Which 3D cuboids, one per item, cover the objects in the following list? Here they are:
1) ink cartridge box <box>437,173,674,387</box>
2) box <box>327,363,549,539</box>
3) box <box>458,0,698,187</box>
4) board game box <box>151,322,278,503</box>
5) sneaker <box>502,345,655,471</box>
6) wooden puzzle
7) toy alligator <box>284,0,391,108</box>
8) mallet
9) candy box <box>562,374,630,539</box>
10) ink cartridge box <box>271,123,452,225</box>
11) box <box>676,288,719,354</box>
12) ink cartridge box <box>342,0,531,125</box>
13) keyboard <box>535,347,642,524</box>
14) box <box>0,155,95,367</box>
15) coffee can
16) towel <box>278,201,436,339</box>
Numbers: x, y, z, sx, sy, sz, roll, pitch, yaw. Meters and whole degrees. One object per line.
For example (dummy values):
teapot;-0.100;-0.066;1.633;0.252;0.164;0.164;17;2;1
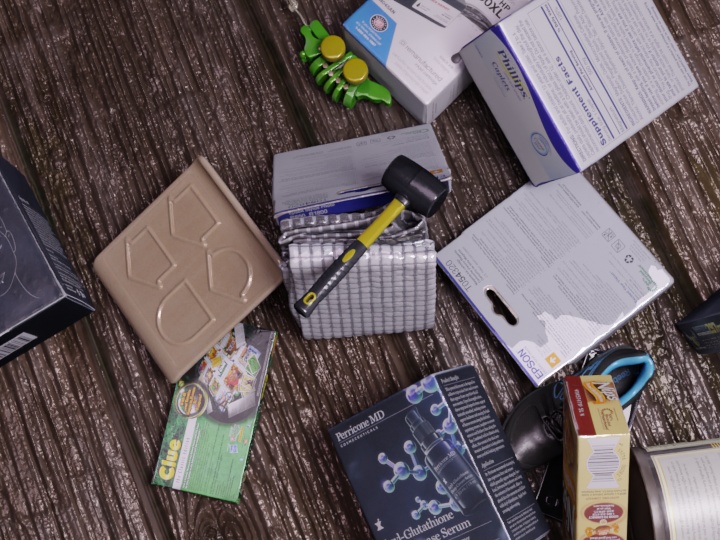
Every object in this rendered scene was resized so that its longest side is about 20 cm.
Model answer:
ink cartridge box;0.219;0.001;1.290;0.199;0.043;0.197;-37;73;-2
box;0.083;0.224;1.201;0.148;0.107;0.201;-31;76;26
box;0.243;-0.226;1.258;0.199;0.105;0.185;-34;98;-22
board game box;-0.167;0.158;1.297;0.104;0.023;0.202;12;80;4
sneaker;0.234;0.146;1.227;0.199;0.082;0.073;-38;87;-6
wooden puzzle;-0.194;0.000;1.295;0.200;0.046;0.186;-44;69;14
toy alligator;-0.045;-0.255;1.352;0.054;0.059;0.200;-43;80;-5
mallet;-0.001;-0.037;1.115;0.200;0.041;0.066;-40;72;-17
candy box;0.240;0.223;1.156;0.055;0.116;0.202;-2;114;4
ink cartridge box;-0.001;-0.100;1.259;0.198;0.200;0.041;-11;114;1
box;0.436;0.021;1.201;0.157;0.200;0.051;-39;84;-4
ink cartridge box;0.097;-0.298;1.340;0.145;0.084;0.200;44;83;9
keyboard;0.238;0.181;1.273;0.126;0.021;0.201;22;80;2
box;-0.447;0.005;1.291;0.199;0.124;0.198;-30;80;-2
coffee can;0.391;0.248;1.186;0.198;0.146;0.148;-7;79;2
towel;0.000;0.000;1.229;0.164;0.200;0.086;-3;62;3
